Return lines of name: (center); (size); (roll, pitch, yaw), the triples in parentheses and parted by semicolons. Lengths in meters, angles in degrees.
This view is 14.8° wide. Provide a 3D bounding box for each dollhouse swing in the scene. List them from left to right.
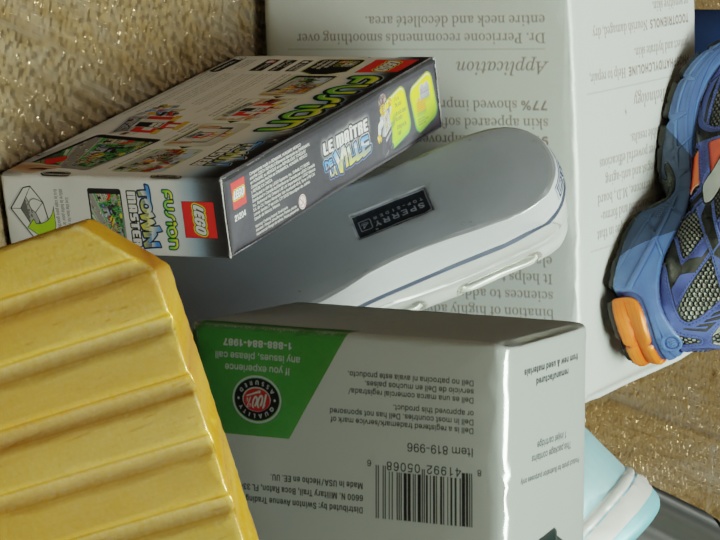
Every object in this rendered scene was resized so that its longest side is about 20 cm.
dollhouse swing: (-0.156, 0.096, 0.912); (0.181, 0.175, 0.201); (-25, 99, -59)

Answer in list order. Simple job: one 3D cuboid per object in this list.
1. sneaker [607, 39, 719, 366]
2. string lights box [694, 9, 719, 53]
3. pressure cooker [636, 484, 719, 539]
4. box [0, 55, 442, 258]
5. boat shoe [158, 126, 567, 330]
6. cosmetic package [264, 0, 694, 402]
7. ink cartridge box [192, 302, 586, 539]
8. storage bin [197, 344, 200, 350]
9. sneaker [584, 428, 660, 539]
sneaker: (0.184, -0.033, 1.342); (0.076, 0.078, 0.201); (62, 39, -46)
string lights box: (0.153, -0.088, 1.503); (0.103, 0.199, 0.059); (59, 43, -47)
pressure cooker: (0.071, 0.162, 1.368); (0.199, 0.179, 0.177); (25, 50, -15)
box: (-0.056, -0.053, 1.208); (0.200, 0.109, 0.035); (-34, 121, -56)
boat shoe: (0.000, 0.000, 1.246); (0.066, 0.199, 0.074); (68, 9, -53)
cosmetic package: (0.063, -0.049, 1.372); (0.166, 0.166, 0.202); (-18, 109, -62)
ink cartridge box: (0.012, 0.120, 1.118); (0.083, 0.146, 0.202); (-10, 103, -61)
storage bin: (-0.095, 0.110, 1.166); (0.200, 0.093, 0.136); (40, 58, -57)
sneaker: (0.025, 0.121, 1.238); (0.200, 0.080, 0.131); (-40, 89, -22)
